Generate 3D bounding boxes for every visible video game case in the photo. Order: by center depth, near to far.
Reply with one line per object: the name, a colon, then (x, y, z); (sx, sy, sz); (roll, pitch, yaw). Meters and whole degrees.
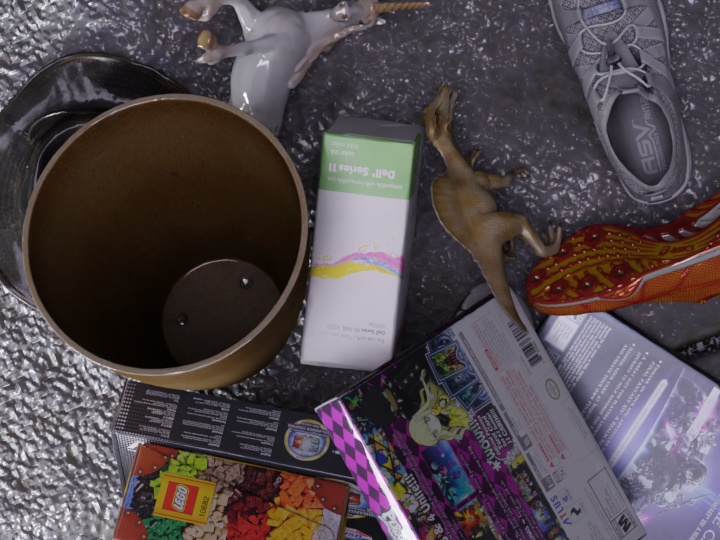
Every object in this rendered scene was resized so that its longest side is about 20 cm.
video game case: (0.085, 0.136, 1.354); (0.036, 0.181, 0.201); (-28, 93, 51)
video game case: (0.195, 0.123, 1.456); (0.199, 0.019, 0.143); (32, 102, 0)

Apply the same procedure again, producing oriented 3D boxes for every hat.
hat: (-0.196, -0.053, 1.440); (0.199, 0.081, 0.203); (1, 101, 5)

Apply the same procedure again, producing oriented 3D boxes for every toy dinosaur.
toy dinosaur: (0.087, -0.028, 1.392); (0.058, 0.101, 0.201); (-36, 60, 33)

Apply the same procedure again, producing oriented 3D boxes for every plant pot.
plant pot: (-0.112, 0.004, 1.363); (0.185, 0.200, 0.188); (-2, 73, 7)

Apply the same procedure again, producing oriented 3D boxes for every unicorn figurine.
unicorn figurine: (-0.066, -0.141, 1.408); (0.201, 0.137, 0.074); (-56, 50, 32)

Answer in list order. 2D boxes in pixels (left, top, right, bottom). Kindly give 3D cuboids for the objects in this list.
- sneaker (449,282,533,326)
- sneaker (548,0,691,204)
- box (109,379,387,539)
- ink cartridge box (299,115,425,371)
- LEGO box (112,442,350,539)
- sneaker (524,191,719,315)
sneaker: (0.063, 0.104, 1.434); (0.077, 0.082, 0.202); (24, 72, -23)
sneaker: (0.184, -0.140, 1.381); (0.074, 0.082, 0.201); (-22, 96, 10)
box: (-0.071, 0.150, 1.426); (0.198, 0.161, 0.045); (10, 59, 4)
ink cartridge box: (0.000, 0.000, 1.407); (0.067, 0.117, 0.202); (7, 100, 4)
LEGO box: (-0.090, 0.211, 1.412); (0.148, 0.201, 0.078); (11, 58, 3)
sneaker: (0.213, 0.001, 1.404); (0.198, 0.073, 0.077); (-14, 136, 12)
